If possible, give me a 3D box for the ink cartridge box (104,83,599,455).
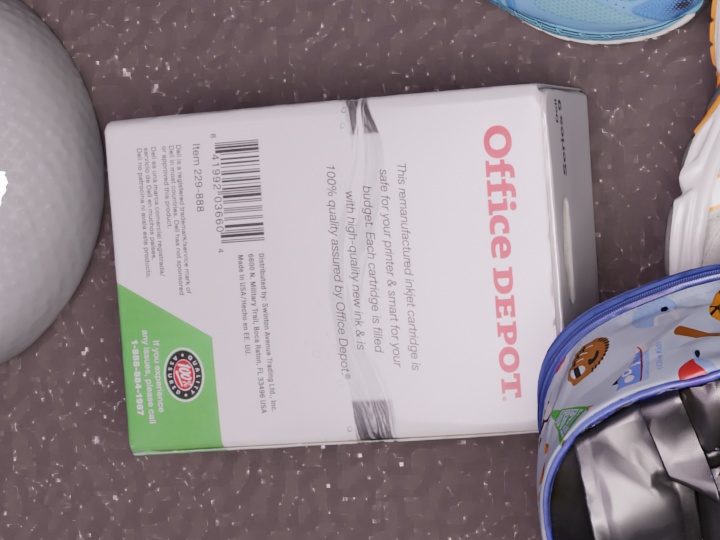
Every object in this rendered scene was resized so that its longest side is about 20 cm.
[{"bbox_3d":[0.000,0.000,1.252,0.199,0.084,0.147,-3,91,19],"label":"ink cartridge box"}]

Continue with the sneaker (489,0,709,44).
[{"bbox_3d":[0.055,-0.144,1.224,0.199,0.090,0.079,13,97,17],"label":"sneaker"}]

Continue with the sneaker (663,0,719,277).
[{"bbox_3d":[0.185,-0.048,1.185,0.092,0.076,0.201,11,97,29],"label":"sneaker"}]

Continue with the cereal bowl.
[{"bbox_3d":[-0.222,-0.044,1.328,0.199,0.083,0.201,1,92,18],"label":"cereal bowl"}]

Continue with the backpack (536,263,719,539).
[{"bbox_3d":[0.156,0.087,1.129,0.199,0.154,0.191,-17,128,8],"label":"backpack"}]
